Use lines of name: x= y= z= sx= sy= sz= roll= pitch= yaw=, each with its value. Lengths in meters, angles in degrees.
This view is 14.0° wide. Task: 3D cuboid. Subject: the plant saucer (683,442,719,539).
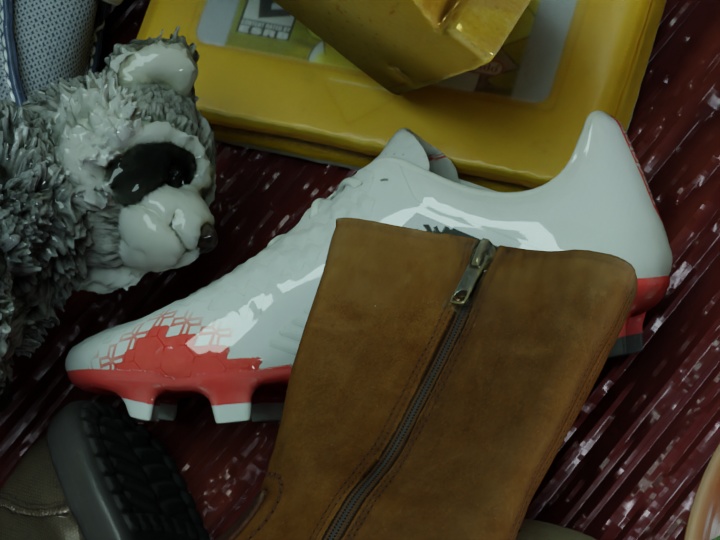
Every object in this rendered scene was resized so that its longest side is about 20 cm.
plant saucer: x=0.192 y=0.104 z=0.863 sx=0.200 sy=0.032 sz=0.201 roll=1 pitch=62 yaw=-1

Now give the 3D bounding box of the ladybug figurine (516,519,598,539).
ladybug figurine: x=0.061 y=0.159 z=0.873 sx=0.136 sy=0.072 sz=0.200 roll=-30 pitch=65 yaw=1

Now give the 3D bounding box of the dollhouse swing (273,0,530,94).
dollhouse swing: x=-0.005 y=-0.186 z=0.913 sx=0.200 sy=0.182 sz=0.176 roll=39 pitch=82 yaw=-9

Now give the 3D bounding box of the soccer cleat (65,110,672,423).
soccer cleat: x=0.000 y=0.000 z=0.947 sx=0.199 sy=0.069 sz=0.085 roll=-10 pitch=86 yaw=10

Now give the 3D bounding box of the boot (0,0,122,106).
boot: x=-0.100 y=-0.123 z=1.021 sx=0.090 sy=0.073 sz=0.201 roll=-18 pitch=64 yaw=23

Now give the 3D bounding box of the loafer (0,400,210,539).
loafer: x=-0.069 y=0.139 z=0.924 sx=0.071 sy=0.073 sz=0.200 roll=-36 pitch=54 yaw=20

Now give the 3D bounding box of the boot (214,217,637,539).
boot: x=-0.033 y=0.066 z=0.857 sx=0.188 sy=0.069 sz=0.200 roll=3 pitch=60 yaw=31

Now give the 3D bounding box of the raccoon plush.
raccoon plush: x=-0.139 y=-0.046 z=0.938 sx=0.200 sy=0.097 sz=0.134 roll=35 pitch=55 yaw=5

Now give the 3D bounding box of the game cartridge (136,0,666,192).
game cartridge: x=0.026 y=-0.128 z=1.022 sx=0.176 sy=0.032 sz=0.201 roll=12 pitch=73 yaw=18

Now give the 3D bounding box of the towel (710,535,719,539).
towel: x=0.113 y=0.149 z=0.809 sx=0.200 sy=0.031 sz=0.149 roll=-28 pitch=64 yaw=7
